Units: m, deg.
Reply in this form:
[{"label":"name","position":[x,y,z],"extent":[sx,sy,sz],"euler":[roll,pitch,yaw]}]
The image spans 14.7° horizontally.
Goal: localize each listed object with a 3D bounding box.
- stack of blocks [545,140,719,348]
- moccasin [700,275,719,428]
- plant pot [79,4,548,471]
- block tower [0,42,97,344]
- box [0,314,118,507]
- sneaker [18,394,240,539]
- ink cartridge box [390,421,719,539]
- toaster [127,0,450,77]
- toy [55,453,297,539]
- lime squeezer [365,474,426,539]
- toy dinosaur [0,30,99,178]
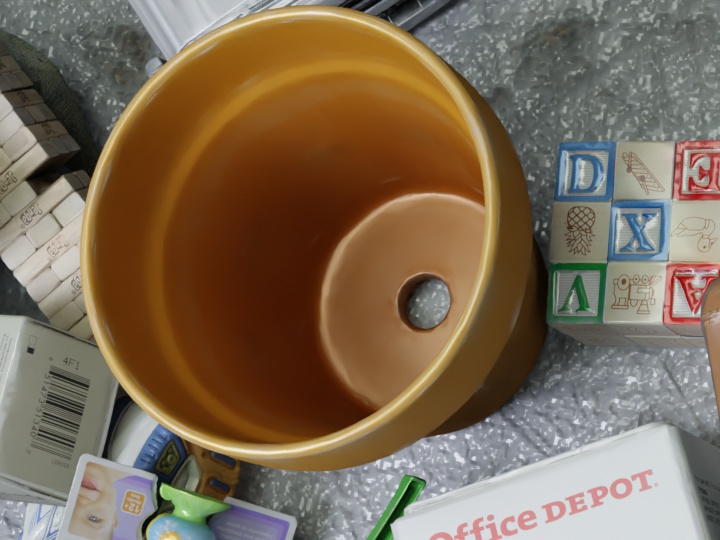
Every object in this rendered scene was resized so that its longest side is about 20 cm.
[{"label":"stack of blocks","position":[0.188,0.002,1.272],"extent":[0.199,0.059,0.116],"euler":[1,79,24]},{"label":"moccasin","position":[0.202,0.092,1.199],"extent":[0.077,0.073,0.203],"euler":[5,109,44]},{"label":"plant pot","position":[0.000,0.000,1.285],"extent":[0.199,0.183,0.202],"euler":[-5,76,22]},{"label":"block tower","position":[-0.160,-0.034,1.396],"extent":[0.058,0.054,0.200],"euler":[-39,88,14]},{"label":"box","position":[-0.211,0.067,1.387],"extent":[0.199,0.068,0.083],"euler":[2,74,47]},{"label":"sneaker","position":[-0.136,0.151,1.366],"extent":[0.088,0.075,0.201],"euler":[13,64,51]},{"label":"ink cartridge box","position":[0.112,0.186,1.248],"extent":[0.143,0.084,0.201],"euler":[-20,72,19]},{"label":"toaster","position":[-0.033,-0.171,1.382],"extent":[0.199,0.114,0.130],"euler":[-31,72,12]},{"label":"toy","position":[-0.103,0.198,1.303],"extent":[0.047,0.114,0.201],"euler":[-3,70,68]},{"label":"lime squeezer","position":[-0.014,0.192,1.317],"extent":[0.070,0.038,0.201],"euler":[9,79,51]},{"label":"toy dinosaur","position":[-0.202,-0.088,1.454],"extent":[0.199,0.077,0.103],"euler":[22,100,30]}]
